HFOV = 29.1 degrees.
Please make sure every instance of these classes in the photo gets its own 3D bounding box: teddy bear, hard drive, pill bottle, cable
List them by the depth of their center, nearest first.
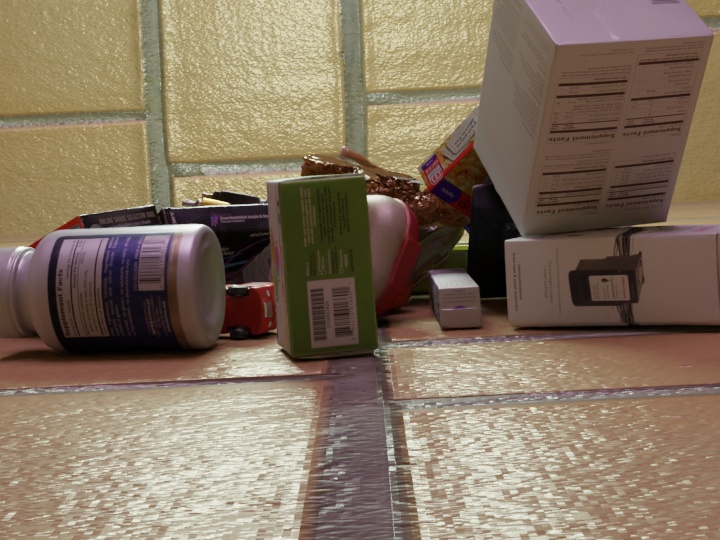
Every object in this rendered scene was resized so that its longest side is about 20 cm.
[{"bbox_3d":[-0.229,0.017,1.244,0.198,0.112,0.111,-2,5,11],"label":"pill bottle"},{"bbox_3d":[0.182,-0.028,1.438,0.138,0.033,0.200,-3,-27,1],"label":"hard drive"},{"bbox_3d":[0.028,-0.074,1.511,0.198,0.067,0.145,10,10,-10],"label":"teddy bear"},{"bbox_3d":[-0.114,-0.059,1.675,0.198,0.051,0.097,11,-12,10],"label":"cable"}]

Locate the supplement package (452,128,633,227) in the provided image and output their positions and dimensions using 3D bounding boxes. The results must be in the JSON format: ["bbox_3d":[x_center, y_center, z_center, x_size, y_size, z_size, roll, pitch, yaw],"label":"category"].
[{"bbox_3d":[0.213,-0.099,1.605,0.113,0.201,0.109,-33,-17,26],"label":"supplement package"}]

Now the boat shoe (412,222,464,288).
[{"bbox_3d":[0.061,-0.018,1.571,0.074,0.067,0.200,8,23,33],"label":"boat shoe"}]

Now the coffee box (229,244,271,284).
[{"bbox_3d":[-0.096,-0.008,1.628,0.199,0.080,0.114,1,6,39],"label":"coffee box"}]

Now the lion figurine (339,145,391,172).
[{"bbox_3d":[0.029,-0.080,1.651,0.122,0.073,0.200,23,-4,10],"label":"lion figurine"}]

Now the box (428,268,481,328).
[{"bbox_3d":[0.092,0.026,1.377,0.041,0.039,0.200,-4,5,-1],"label":"box"}]

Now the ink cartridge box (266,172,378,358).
[{"bbox_3d":[-0.044,-0.009,1.228,0.075,0.149,0.200,-5,4,-11],"label":"ink cartridge box"}]

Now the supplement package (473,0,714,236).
[{"bbox_3d":[0.206,-0.161,1.277,0.149,0.201,0.152,-6,40,-14],"label":"supplement package"}]

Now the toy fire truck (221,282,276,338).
[{"bbox_3d":[-0.157,0.033,1.377,0.198,0.049,0.141,-1,5,21],"label":"toy fire truck"}]

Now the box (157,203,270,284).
[{"bbox_3d":[-0.187,-0.012,1.505,0.142,0.036,0.200,-5,-24,-35],"label":"box"}]

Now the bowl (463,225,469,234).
[{"bbox_3d":[0.188,-0.104,1.534,0.199,0.202,0.039,0,-2,30],"label":"bowl"}]

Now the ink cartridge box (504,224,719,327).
[{"bbox_3d":[0.251,0.003,1.277,0.199,0.084,0.145,-2,4,27],"label":"ink cartridge box"}]

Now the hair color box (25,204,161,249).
[{"bbox_3d":[-0.294,0.000,1.403,0.199,0.062,0.101,-26,-9,40],"label":"hair color box"}]

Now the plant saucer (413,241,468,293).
[{"bbox_3d":[0.129,-0.007,1.686,0.198,0.048,0.200,-1,5,18],"label":"plant saucer"}]

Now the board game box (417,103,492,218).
[{"bbox_3d":[0.180,-0.130,1.430,0.151,0.200,0.046,28,25,-36],"label":"board game box"}]

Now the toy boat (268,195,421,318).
[{"bbox_3d":[0.000,0.000,1.424,0.130,0.131,0.199,31,-16,-36],"label":"toy boat"}]
